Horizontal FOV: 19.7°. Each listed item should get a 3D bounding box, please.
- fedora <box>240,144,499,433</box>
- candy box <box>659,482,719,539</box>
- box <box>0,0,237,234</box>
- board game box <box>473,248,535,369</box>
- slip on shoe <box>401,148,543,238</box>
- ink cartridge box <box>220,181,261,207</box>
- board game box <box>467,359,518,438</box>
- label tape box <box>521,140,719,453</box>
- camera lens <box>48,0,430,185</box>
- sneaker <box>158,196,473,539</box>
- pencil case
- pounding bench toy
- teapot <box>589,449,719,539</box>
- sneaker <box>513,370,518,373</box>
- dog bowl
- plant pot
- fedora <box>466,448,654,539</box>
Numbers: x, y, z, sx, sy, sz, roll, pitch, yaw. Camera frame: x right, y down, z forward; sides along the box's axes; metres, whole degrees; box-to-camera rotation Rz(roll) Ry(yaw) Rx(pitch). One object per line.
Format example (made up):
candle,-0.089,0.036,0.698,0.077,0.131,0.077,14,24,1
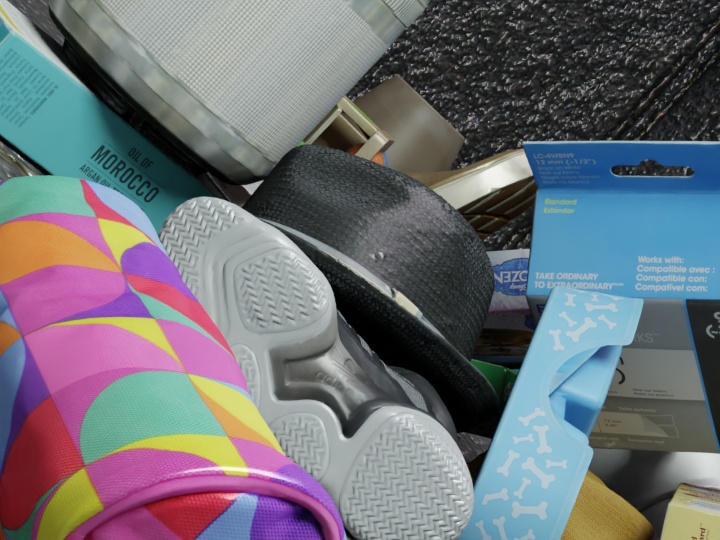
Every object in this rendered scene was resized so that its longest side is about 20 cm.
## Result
fedora,0.000,0.000,1.102,0.200,0.092,0.201,27,-20,11
candy box,0.193,0.188,1.187,0.055,0.116,0.200,13,0,11
box,-0.149,-0.075,1.138,0.200,0.049,0.082,40,6,-39
board game box,0.069,0.030,1.360,0.200,0.199,0.041,31,57,-67
slip on shoe,0.013,-0.032,1.203,0.076,0.199,0.061,24,42,-65
ink cartridge box,-0.102,-0.064,1.518,0.173,0.044,0.200,41,5,-21
board game box,0.054,0.077,1.290,0.134,0.029,0.200,13,-8,22
label tape box,0.172,0.019,1.162,0.143,0.066,0.200,1,-41,23
camera lens,-0.058,-0.159,1.127,0.160,0.200,0.160,43,5,-5
sneaker,-0.021,0.051,0.993,0.200,0.075,0.114,50,4,4
pencil case,-0.067,0.045,0.564,0.088,0.088,0.200,41,6,-34
pounding bench toy,-0.058,-0.112,1.821,0.156,0.124,0.200,44,5,0
teapot,0.217,0.175,1.384,0.199,0.198,0.146,29,25,-16
sneaker,0.104,0.041,2.139,0.200,0.080,0.078,44,4,-12
dog bowl,0.093,0.089,1.072,0.049,0.200,0.112,22,-42,5
plant pot,0.027,-0.139,2.542,0.200,0.174,0.200,42,4,-3
fedora,0.110,0.144,1.196,0.201,0.082,0.201,43,5,-4
